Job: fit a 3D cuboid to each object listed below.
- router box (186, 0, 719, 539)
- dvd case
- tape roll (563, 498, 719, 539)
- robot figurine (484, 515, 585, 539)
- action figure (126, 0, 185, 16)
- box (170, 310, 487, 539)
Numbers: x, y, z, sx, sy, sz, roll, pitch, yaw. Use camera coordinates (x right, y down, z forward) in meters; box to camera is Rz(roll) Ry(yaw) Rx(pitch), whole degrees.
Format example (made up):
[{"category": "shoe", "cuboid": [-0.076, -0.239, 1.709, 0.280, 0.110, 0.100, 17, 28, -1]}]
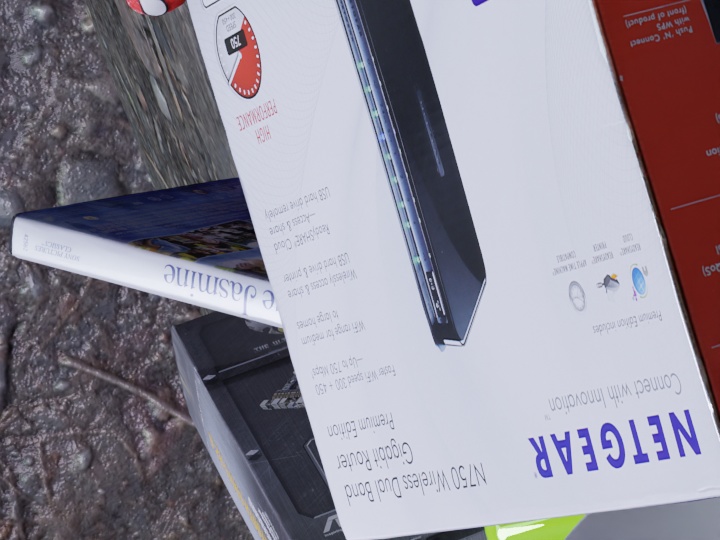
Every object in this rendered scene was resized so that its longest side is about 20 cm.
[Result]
[{"category": "router box", "cuboid": [0.030, -0.036, 0.636, 0.200, 0.049, 0.180, -21, 85, 66]}, {"category": "dvd case", "cuboid": [0.000, 0.000, 0.985, 0.200, 0.143, 0.018, 14, 104, 31]}, {"category": "tape roll", "cuboid": [0.146, 0.144, 0.730, 0.139, 0.203, 0.203, 76, 167, -46]}, {"category": "robot figurine", "cuboid": [0.110, 0.055, 0.876, 0.116, 0.175, 0.200, 21, 115, 21]}, {"category": "action figure", "cuboid": [-0.024, -0.114, 0.845, 0.065, 0.052, 0.200, 62, 151, 1]}, {"category": "box", "cuboid": [0.047, 0.047, 1.065, 0.158, 0.200, 0.048, -126, 19, -52]}]
